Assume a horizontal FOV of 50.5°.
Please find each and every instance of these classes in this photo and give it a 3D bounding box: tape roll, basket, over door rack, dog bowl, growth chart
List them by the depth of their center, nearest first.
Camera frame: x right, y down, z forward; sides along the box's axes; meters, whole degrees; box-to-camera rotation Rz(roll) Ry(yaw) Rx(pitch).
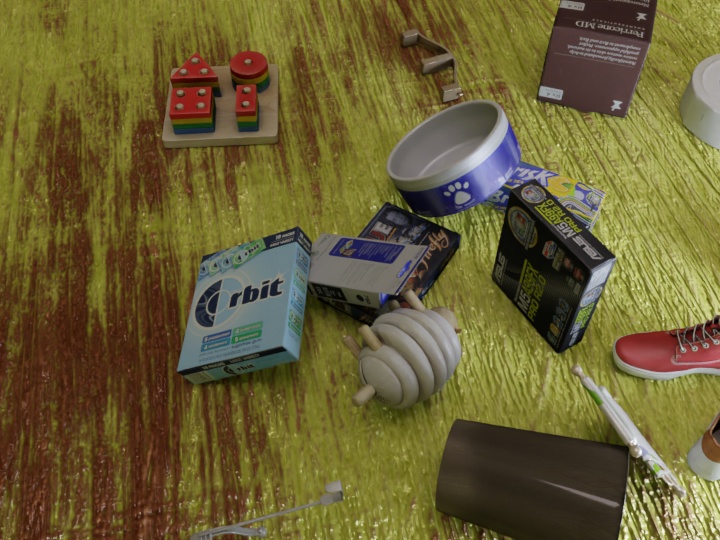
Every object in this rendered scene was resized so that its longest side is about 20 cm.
[{"bbox_3d":[-0.091,0.344,0.854,0.200,0.067,0.148,-22,53,10],"label":"over door rack"},{"bbox_3d":[0.198,0.250,0.892,0.200,0.136,0.180,11,8,18],"label":"basket"},{"bbox_3d":[0.328,0.199,0.915,0.018,0.200,0.145,-39,47,13],"label":"growth chart"},{"bbox_3d":[0.145,-0.175,1.192,0.200,0.079,0.200,-26,31,17],"label":"dog bowl"},{"bbox_3d":[0.674,-0.295,1.345,0.202,0.071,0.203,0,53,0],"label":"tape roll"}]

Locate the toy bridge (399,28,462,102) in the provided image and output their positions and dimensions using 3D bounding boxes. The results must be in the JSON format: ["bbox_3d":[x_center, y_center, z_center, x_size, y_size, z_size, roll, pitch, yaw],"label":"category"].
[{"bbox_3d":[0.146,-0.392,1.448,0.067,0.027,0.200,-18,55,-14],"label":"toy bridge"}]

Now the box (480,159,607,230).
[{"bbox_3d":[0.280,-0.120,1.217,0.200,0.064,0.070,24,56,18],"label":"box"}]

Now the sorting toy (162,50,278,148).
[{"bbox_3d":[-0.250,-0.317,1.366,0.200,0.070,0.199,-3,53,-2],"label":"sorting toy"}]

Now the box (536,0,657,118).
[{"bbox_3d":[0.428,-0.413,1.376,0.166,0.164,0.200,14,54,11],"label":"box"}]

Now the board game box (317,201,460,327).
[{"bbox_3d":[0.044,-0.005,1.149,0.135,0.035,0.200,26,57,19],"label":"board game box"}]

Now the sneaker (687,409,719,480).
[{"bbox_3d":[0.505,0.187,0.971,0.200,0.085,0.073,-33,58,-24],"label":"sneaker"}]

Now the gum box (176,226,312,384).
[{"bbox_3d":[-0.157,0.047,1.062,0.170,0.045,0.200,-16,49,23],"label":"gum box"}]

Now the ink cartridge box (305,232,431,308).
[{"bbox_3d":[0.000,0.000,1.066,0.200,0.039,0.099,9,48,40],"label":"ink cartridge box"}]

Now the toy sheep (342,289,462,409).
[{"bbox_3d":[0.056,0.112,1.001,0.138,0.138,0.200,38,58,25],"label":"toy sheep"}]

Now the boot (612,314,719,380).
[{"bbox_3d":[0.445,0.084,1.012,0.200,0.144,0.072,0,54,2],"label":"boot"}]

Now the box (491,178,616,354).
[{"bbox_3d":[0.255,-0.002,1.042,0.044,0.200,0.160,-27,58,-18],"label":"box"}]
